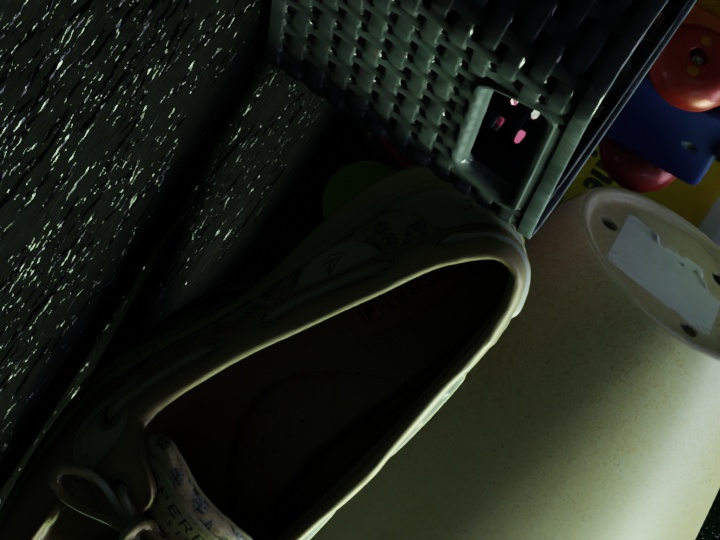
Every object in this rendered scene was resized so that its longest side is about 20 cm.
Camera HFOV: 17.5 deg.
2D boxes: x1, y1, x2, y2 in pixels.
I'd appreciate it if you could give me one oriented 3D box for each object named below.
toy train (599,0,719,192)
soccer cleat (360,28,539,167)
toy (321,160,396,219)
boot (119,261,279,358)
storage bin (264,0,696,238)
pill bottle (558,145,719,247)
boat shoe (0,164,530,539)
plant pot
[{"bbox_3d":[0.137,-0.090,0.900,0.116,0.199,0.085,-58,176,-25],"label":"toy train"},{"bbox_3d":[0.051,-0.088,0.807,0.086,0.070,0.200,-54,174,-18],"label":"soccer cleat"},{"bbox_3d":[0.000,0.000,1.018,0.115,0.047,0.200,-51,169,-14],"label":"toy"},{"bbox_3d":[-0.047,0.041,0.821,0.200,0.069,0.174,-55,-178,35],"label":"boot"},{"bbox_3d":[0.068,-0.125,0.626,0.200,0.094,0.135,-55,174,-16],"label":"storage bin"},{"bbox_3d":[0.140,-0.062,1.068,0.112,0.200,0.112,-55,175,-8],"label":"pill bottle"},{"bbox_3d":[-0.034,0.047,0.679,0.200,0.073,0.063,-44,-165,8],"label":"boat shoe"},{"bbox_3d":[0.064,0.070,0.915,0.200,0.187,0.187,-52,177,29],"label":"plant pot"}]
